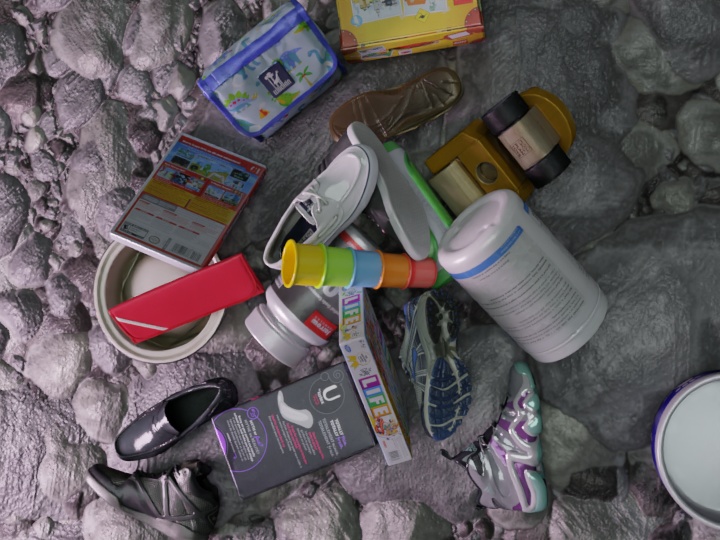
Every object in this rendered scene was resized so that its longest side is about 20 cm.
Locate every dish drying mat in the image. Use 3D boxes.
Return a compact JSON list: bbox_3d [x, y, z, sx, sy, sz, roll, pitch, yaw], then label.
[{"bbox_3d":[-0.234,0.041,1.272,0.198,0.077,0.018,-21,40,8],"label":"dish drying mat"}]

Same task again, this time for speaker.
[{"bbox_3d":[0.074,-0.075,1.288,0.088,0.088,0.201,-36,83,6],"label":"speaker"}]

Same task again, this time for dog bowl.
[{"bbox_3d":[0.479,0.229,1.213,0.198,0.079,0.202,0,88,10],"label":"dog bowl"},{"bbox_3d":[-0.276,0.031,1.348,0.198,0.074,0.202,0,88,8],"label":"dog bowl"}]

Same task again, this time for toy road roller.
[{"bbox_3d":[0.199,-0.161,1.265,0.123,0.146,0.200,50,132,-5],"label":"toy road roller"}]

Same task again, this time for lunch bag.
[{"bbox_3d":[-0.121,-0.273,1.271,0.170,0.200,0.128,-38,82,5],"label":"lunch bag"}]

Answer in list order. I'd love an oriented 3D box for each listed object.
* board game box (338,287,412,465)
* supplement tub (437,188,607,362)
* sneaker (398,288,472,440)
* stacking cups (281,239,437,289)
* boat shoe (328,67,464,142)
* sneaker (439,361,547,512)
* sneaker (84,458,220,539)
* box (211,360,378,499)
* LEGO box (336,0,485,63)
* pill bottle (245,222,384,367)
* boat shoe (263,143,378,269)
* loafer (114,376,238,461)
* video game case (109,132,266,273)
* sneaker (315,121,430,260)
[{"bbox_3d":[0.019,0.131,1.220,0.034,0.135,0.201,-16,120,7],"label":"board game box"},{"bbox_3d":[0.207,0.007,1.206,0.132,0.132,0.200,-43,108,5],"label":"supplement tub"},{"bbox_3d":[0.096,0.128,1.283,0.076,0.085,0.202,1,85,-34],"label":"sneaker"},{"bbox_3d":[0.000,0.000,1.199,0.198,0.060,0.061,6,88,-24],"label":"stacking cups"},{"bbox_3d":[0.054,-0.220,1.308,0.198,0.066,0.075,-15,86,21],"label":"boat shoe"},{"bbox_3d":[0.174,0.226,1.264,0.138,0.078,0.202,-5,87,8],"label":"sneaker"},{"bbox_3d":[-0.287,0.301,1.339,0.198,0.076,0.115,25,90,6],"label":"sneaker"},{"bbox_3d":[-0.083,0.215,1.291,0.198,0.106,0.123,-23,84,8],"label":"box"},{"bbox_3d":[0.065,-0.383,1.306,0.198,0.077,0.151,-7,87,9],"label":"LEGO box"},{"bbox_3d":[-0.057,0.029,1.291,0.114,0.114,0.200,44,95,8],"label":"pill bottle"},{"bbox_3d":[-0.051,-0.075,1.192,0.074,0.065,0.201,43,112,25],"label":"boat shoe"},{"bbox_3d":[-0.269,0.209,1.337,0.199,0.070,0.069,-29,73,7],"label":"loafer"},{"bbox_3d":[-0.238,-0.097,1.322,0.142,0.018,0.201,22,59,9],"label":"video game case"},{"bbox_3d":[0.013,-0.085,1.234,0.099,0.070,0.201,-37,77,34],"label":"sneaker"}]
